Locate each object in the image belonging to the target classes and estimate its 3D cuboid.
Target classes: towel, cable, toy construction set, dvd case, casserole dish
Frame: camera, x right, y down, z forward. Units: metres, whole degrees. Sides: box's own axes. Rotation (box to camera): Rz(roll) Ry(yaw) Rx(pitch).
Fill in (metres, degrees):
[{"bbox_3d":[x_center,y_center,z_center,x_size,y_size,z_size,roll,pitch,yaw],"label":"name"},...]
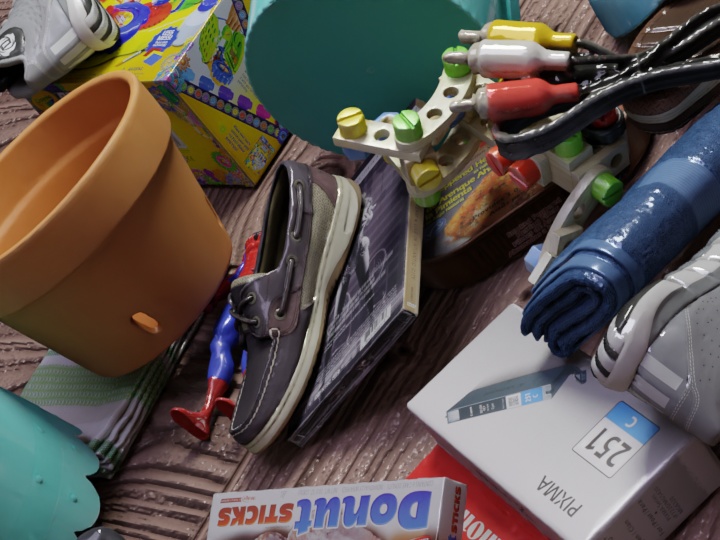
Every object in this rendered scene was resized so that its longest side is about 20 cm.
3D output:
[{"bbox_3d":[0.176,-0.037,1.238,0.200,0.049,0.112,-41,-4,-26],"label":"towel"},{"bbox_3d":[0.146,-0.120,1.268,0.198,0.050,0.098,-9,47,19],"label":"cable"},{"bbox_3d":[0.090,-0.062,1.330,0.131,0.092,0.200,-36,63,-19],"label":"toy construction set"},{"bbox_3d":[0.000,0.000,1.422,0.149,0.016,0.201,-50,24,39],"label":"dvd case"},{"bbox_3d":[-0.192,0.064,1.583,0.148,0.031,0.201,-4,49,42],"label":"towel"},{"bbox_3d":[0.195,-0.212,1.420,0.121,0.039,0.200,-47,6,8],"label":"casserole dish"}]

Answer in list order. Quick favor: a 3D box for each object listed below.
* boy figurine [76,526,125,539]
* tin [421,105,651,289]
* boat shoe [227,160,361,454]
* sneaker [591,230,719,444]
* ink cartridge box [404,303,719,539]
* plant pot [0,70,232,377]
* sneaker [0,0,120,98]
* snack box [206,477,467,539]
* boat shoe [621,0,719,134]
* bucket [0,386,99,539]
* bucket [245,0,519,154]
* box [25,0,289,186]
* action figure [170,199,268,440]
[{"bbox_3d":[-0.170,0.256,1.318,0.124,0.065,0.201,-27,34,15],"label":"boy figurine"},{"bbox_3d":[0.103,-0.064,1.426,0.199,0.042,0.112,-34,38,12],"label":"tin"},{"bbox_3d":[-0.057,0.021,1.422,0.072,0.064,0.201,-23,46,63],"label":"boat shoe"},{"bbox_3d":[0.222,0.036,1.166,0.115,0.075,0.200,39,50,19],"label":"sneaker"},{"bbox_3d":[0.085,0.125,1.226,0.176,0.045,0.200,-45,33,-6],"label":"ink cartridge box"},{"bbox_3d":[-0.185,-0.020,1.512,0.199,0.140,0.201,-35,25,19],"label":"plant pot"},{"bbox_3d":[-0.269,-0.201,1.701,0.115,0.075,0.200,-42,34,3],"label":"sneaker"},{"bbox_3d":[-0.020,0.164,1.274,0.199,0.024,0.072,-10,65,44],"label":"snack box"},{"bbox_3d":[0.234,-0.144,1.348,0.074,0.075,0.203,13,52,41],"label":"boat shoe"},{"bbox_3d":[-0.291,0.158,1.455,0.206,0.135,0.208,-29,43,30],"label":"bucket"},{"bbox_3d":[0.015,-0.185,1.499,0.206,0.207,0.136,-19,43,29],"label":"bucket"},{"bbox_3d":[-0.133,-0.179,1.716,0.199,0.122,0.193,3,52,46],"label":"box"},{"bbox_3d":[-0.078,0.023,1.504,0.065,0.052,0.201,-19,37,37],"label":"action figure"}]
